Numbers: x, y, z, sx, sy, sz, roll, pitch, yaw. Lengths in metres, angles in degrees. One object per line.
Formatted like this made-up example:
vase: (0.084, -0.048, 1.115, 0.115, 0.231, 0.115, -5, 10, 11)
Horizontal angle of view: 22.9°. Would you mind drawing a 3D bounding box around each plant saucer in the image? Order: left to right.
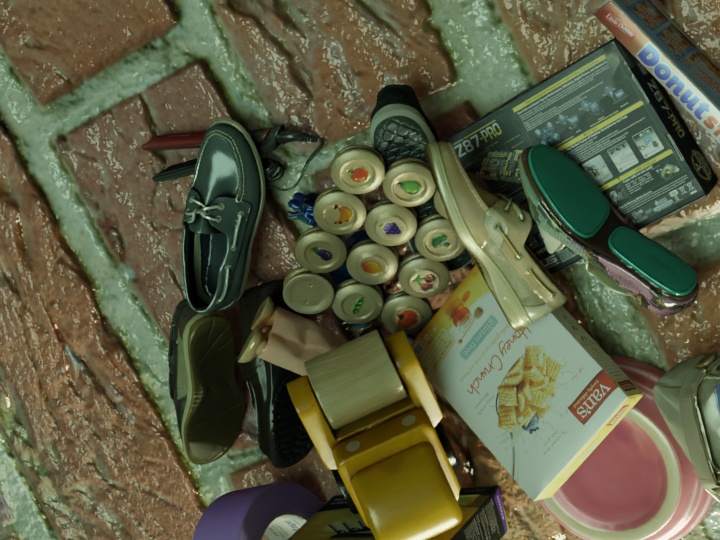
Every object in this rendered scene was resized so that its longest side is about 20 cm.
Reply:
plant saucer: (0.239, 0.182, 1.692, 0.200, 0.051, 0.201, 10, 113, 25)

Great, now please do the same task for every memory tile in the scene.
memory tile: (0.020, -0.024, 1.663, 0.153, 0.017, 0.200, 15, 128, -11)

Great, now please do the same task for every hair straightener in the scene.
hair straightener: (-0.124, -0.107, 1.790, 0.200, 0.041, 0.077, -5, 110, 25)

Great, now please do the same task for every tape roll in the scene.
tape roll: (-0.090, 0.322, 1.832, 0.066, 0.200, 0.200, -14, 101, 31)

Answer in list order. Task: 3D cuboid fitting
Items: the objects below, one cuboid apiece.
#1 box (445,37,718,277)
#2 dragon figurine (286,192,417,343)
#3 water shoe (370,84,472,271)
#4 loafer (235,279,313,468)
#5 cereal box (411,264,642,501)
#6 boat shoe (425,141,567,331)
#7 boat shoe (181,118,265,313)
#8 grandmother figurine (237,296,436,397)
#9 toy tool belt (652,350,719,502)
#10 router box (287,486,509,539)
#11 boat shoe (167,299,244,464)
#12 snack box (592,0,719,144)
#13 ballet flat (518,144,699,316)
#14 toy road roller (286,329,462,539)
box: (0.197, -0.098, 1.609, 0.200, 0.049, 0.161, -30, 95, 34)
dragon figurine: (0.000, 0.000, 1.745, 0.200, 0.059, 0.099, 32, 121, 13)
water shoe: (0.066, -0.088, 1.675, 0.071, 0.079, 0.200, -13, 129, 12)
loafer: (-0.088, 0.104, 1.835, 0.071, 0.073, 0.200, 9, 106, 48)
cereal box: (0.151, 0.096, 1.671, 0.200, 0.040, 0.144, 49, 116, 25)
boat shoe: (0.121, -0.039, 1.592, 0.065, 0.072, 0.200, -28, 112, 7)
boat shoe: (-0.142, -0.049, 1.760, 0.073, 0.062, 0.200, 15, 115, 20)
grandmother figurine: (-0.015, 0.093, 1.760, 0.200, 0.121, 0.061, 26, 156, -9)
toy tool belt: (0.359, 0.154, 1.576, 0.123, 0.125, 0.200, -28, 95, 42)
router box: (0.027, 0.276, 1.778, 0.200, 0.157, 0.052, -8, 105, 30)
boat shoe: (-0.167, 0.116, 1.879, 0.065, 0.073, 0.200, 47, 141, 43)
snack box: (0.286, -0.164, 1.522, 0.200, 0.072, 0.024, 47, 124, 5)
ballet flat: (0.208, -0.026, 1.573, 0.200, 0.069, 0.071, 40, 143, 4)
toy road roller: (0.027, 0.170, 1.669, 0.123, 0.146, 0.200, -25, 125, 0)
